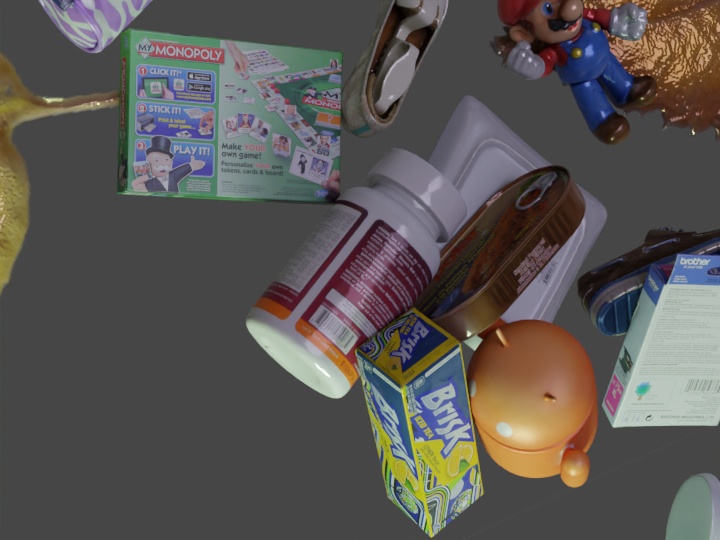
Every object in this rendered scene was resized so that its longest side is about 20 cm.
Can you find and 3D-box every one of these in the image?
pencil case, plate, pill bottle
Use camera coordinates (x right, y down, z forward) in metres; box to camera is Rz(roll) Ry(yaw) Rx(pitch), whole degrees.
[{"bbox_3d":[-0.185,-0.269,1.200,0.085,0.084,0.200,40,69,5],"label":"pencil case"},{"bbox_3d":[0.131,-0.030,1.374,0.199,0.032,0.201,36,73,-21],"label":"plate"},{"bbox_3d":[0.000,0.000,1.259,0.109,0.109,0.201,43,75,-19],"label":"pill bottle"}]

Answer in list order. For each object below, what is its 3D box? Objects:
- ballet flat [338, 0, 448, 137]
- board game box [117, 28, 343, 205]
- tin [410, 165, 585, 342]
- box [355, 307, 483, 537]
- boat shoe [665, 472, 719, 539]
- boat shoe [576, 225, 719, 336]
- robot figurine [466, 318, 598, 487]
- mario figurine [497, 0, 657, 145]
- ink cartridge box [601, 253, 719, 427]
[{"bbox_3d":[0.043,-0.208,1.317,0.067,0.062,0.202,28,77,-27],"label":"ballet flat"},{"bbox_3d":[-0.109,-0.129,1.259,0.197,0.029,0.137,2,87,-26],"label":"board game box"},{"bbox_3d":[0.119,-0.014,1.290,0.200,0.112,0.042,-47,117,-18],"label":"tin"},{"bbox_3d":[0.053,0.133,1.259,0.070,0.064,0.202,-35,136,-23],"label":"box"},{"bbox_3d":[0.356,0.303,1.453,0.085,0.074,0.205,3,90,-25],"label":"boat shoe"},{"bbox_3d":[0.302,-0.008,1.417,0.197,0.073,0.073,-19,133,-12],"label":"boat shoe"},{"bbox_3d":[0.151,0.113,1.292,0.115,0.200,0.146,4,69,12],"label":"robot figurine"},{"bbox_3d":[0.207,-0.212,1.372,0.200,0.105,0.124,45,36,-26],"label":"mario figurine"},{"bbox_3d":[0.314,0.061,1.393,0.118,0.042,0.202,1,125,-18],"label":"ink cartridge box"}]
